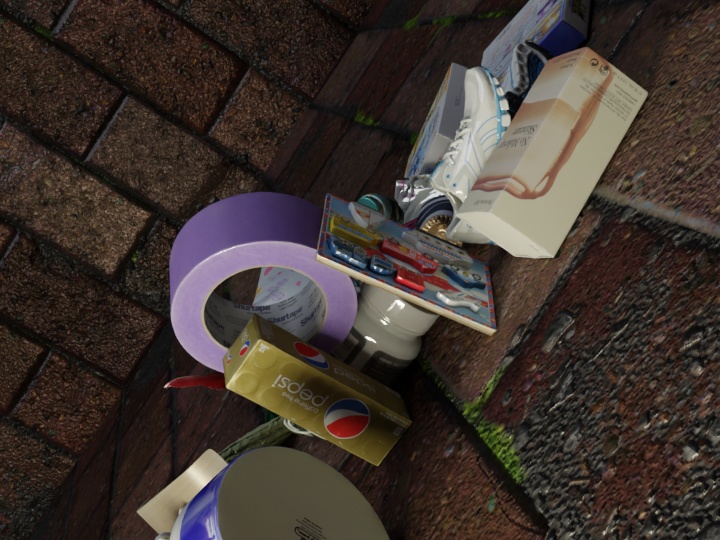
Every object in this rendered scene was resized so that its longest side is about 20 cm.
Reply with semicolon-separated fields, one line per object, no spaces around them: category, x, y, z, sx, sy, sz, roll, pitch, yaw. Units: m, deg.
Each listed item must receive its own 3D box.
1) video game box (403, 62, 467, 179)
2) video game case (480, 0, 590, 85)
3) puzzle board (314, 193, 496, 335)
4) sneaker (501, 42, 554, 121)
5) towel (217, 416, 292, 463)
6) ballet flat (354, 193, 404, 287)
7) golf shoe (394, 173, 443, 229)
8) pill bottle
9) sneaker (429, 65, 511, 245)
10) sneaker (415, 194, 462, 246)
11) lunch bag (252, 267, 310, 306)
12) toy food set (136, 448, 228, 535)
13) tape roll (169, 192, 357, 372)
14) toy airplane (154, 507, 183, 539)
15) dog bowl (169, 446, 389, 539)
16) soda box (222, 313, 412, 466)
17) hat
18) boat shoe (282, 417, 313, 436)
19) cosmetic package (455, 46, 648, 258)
video game box;0.103;-0.165;1.599;0.200;0.047;0.182;-75;10;-51
video game case;0.231;-0.303;1.544;0.200;0.045;0.181;-46;17;41
puzzle board;0.051;-0.013;1.210;0.151;0.200;0.017;-84;20;-61
sneaker;0.192;-0.184;1.375;0.200;0.075;0.087;-69;4;-46
towel;-0.178;0.266;1.565;0.200;0.036;0.148;-30;-13;-46
ballet flat;0.000;0.000;1.403;0.074;0.074;0.200;-93;27;-67
golf shoe;0.089;-0.089;1.466;0.200;0.092;0.073;-38;24;40
pill bottle;-0.001;0.092;1.336;0.200;0.114;0.114;-52;15;20
sneaker;0.118;-0.123;1.252;0.075;0.087;0.200;-172;77;-81
sneaker;0.071;-0.005;1.403;0.200;0.070;0.109;-57;5;28
lunch bag;-0.037;0.027;1.540;0.200;0.127;0.170;-17;30;16
toy food set;-0.185;0.311;1.435;0.060;0.144;0.200;-46;2;-42
tape roll;-0.107;0.018;1.243;0.200;0.200;0.085;-50;32;29
toy airplane;-0.218;0.407;1.332;0.200;0.141;0.199;-119;42;-59
dog bowl;-0.066;0.259;1.017;0.079;0.200;0.200;-47;17;31
soda box;-0.047;0.129;1.225;0.068;0.200;0.064;-54;22;14
hat;-0.155;0.118;1.653;0.166;0.176;0.200;-53;12;9
boat shoe;-0.066;0.182;1.484;0.200;0.072;0.071;-98;33;-85
cosmetic package;0.196;-0.119;1.181;0.200;0.087;0.103;-60;15;-8
